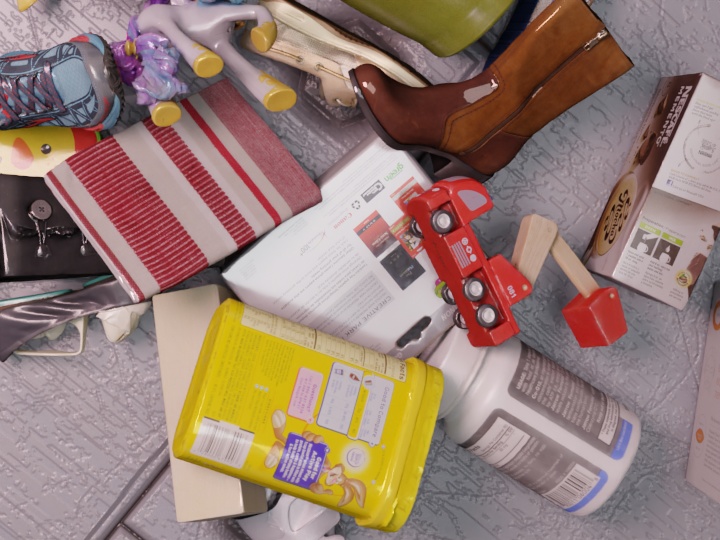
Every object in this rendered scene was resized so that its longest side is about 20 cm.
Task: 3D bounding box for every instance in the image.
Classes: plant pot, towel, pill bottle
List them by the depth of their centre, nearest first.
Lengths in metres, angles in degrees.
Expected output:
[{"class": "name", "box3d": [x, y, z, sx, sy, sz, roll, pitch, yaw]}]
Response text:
[{"class": "towel", "box3d": [-0.148, -0.070, 1.178, 0.199, 0.023, 0.144, -32, 74, -30]}, {"class": "plant pot", "box3d": [0.045, -0.295, 1.211, 0.193, 0.200, 0.201, 39, 90, -19]}, {"class": "pill bottle", "box3d": [0.148, 0.131, 1.287, 0.199, 0.114, 0.114, 32, 91, -8]}]

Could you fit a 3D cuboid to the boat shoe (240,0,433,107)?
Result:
[{"class": "boat shoe", "box3d": [-0.013, -0.182, 1.267, 0.199, 0.072, 0.065, 28, 101, -6]}]

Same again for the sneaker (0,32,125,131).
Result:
[{"class": "sneaker", "box3d": [-0.271, -0.141, 1.139, 0.095, 0.199, 0.080, -26, 106, -41]}]

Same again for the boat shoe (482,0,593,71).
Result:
[{"class": "boat shoe", "box3d": [0.172, -0.210, 1.281, 0.072, 0.072, 0.201, 23, 98, -18]}]

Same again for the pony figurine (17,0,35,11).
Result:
[{"class": "pony figurine", "box3d": [-0.293, -0.356, 1.184, 0.193, 0.167, 0.200, -38, 114, 4]}]

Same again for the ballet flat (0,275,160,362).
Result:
[{"class": "ballet flat", "box3d": [-0.248, 0.039, 1.259, 0.199, 0.073, 0.074, -16, 97, 1]}]

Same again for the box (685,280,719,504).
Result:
[{"class": "box", "box3d": [0.384, 0.119, 1.305, 0.097, 0.124, 0.202, 7, 95, -7]}]

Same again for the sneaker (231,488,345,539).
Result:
[{"class": "sneaker", "box3d": [-0.023, 0.205, 1.297, 0.199, 0.075, 0.115, -31, 98, 3]}]

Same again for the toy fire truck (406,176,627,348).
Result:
[{"class": "toy fire truck", "box3d": [0.139, -0.003, 1.232, 0.141, 0.049, 0.201, -29, 97, -24]}]

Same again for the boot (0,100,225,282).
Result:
[{"class": "boot", "box3d": [-0.227, -0.071, 1.205, 0.199, 0.066, 0.166, -5, 67, -22]}]

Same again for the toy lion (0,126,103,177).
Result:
[{"class": "toy lion", "box3d": [-0.324, -0.078, 1.248, 0.199, 0.069, 0.193, -18, 89, -6]}]

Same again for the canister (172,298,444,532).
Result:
[{"class": "canister", "box3d": [-0.045, 0.121, 1.177, 0.199, 0.087, 0.150, 21, 73, -14]}]

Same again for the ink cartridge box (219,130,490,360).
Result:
[{"class": "ink cartridge box", "box3d": [0.000, 0.000, 1.274, 0.200, 0.084, 0.176, -40, 100, -1]}]

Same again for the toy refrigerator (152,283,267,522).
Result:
[{"class": "toy refrigerator", "box3d": [-0.137, 0.121, 1.243, 0.069, 0.076, 0.202, -10, 80, 11]}]

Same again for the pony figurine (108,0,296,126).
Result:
[{"class": "pony figurine", "box3d": [-0.165, -0.207, 1.184, 0.192, 0.201, 0.167, -11, 135, -19]}]

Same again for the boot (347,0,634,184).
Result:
[{"class": "boot", "box3d": [0.111, -0.168, 1.187, 0.200, 0.069, 0.188, -37, 126, 23]}]

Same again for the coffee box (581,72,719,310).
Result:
[{"class": "coffee box", "box3d": [0.289, -0.075, 1.284, 0.079, 0.113, 0.201, 23, 93, -8]}]
